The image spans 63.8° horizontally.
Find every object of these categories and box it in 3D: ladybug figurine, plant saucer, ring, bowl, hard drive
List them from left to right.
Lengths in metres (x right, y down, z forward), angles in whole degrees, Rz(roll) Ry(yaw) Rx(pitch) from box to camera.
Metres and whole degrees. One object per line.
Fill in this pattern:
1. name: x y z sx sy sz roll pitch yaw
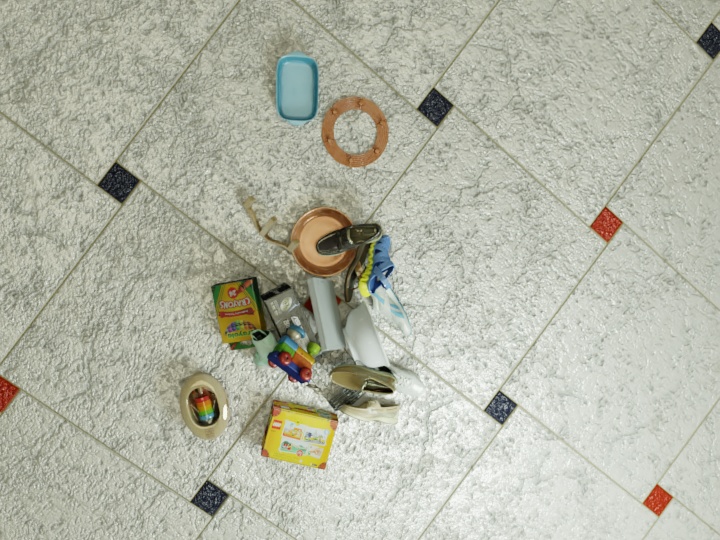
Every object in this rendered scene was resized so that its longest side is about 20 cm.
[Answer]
1. ladybug figurine: -0.443 0.386 1.656 0.134 0.072 0.203 -10 96 -8
2. plant saucer: -0.106 -0.084 1.685 0.198 0.037 0.203 -1 96 -8
3. hard drive: -0.094 0.124 1.634 0.026 0.132 0.202 -16 80 20
4. ring: -0.014 -0.402 1.680 0.198 0.019 0.203 -1 94 -8
5. bowl: 0.006 0.194 1.645 0.089 0.201 0.203 -21 98 -3

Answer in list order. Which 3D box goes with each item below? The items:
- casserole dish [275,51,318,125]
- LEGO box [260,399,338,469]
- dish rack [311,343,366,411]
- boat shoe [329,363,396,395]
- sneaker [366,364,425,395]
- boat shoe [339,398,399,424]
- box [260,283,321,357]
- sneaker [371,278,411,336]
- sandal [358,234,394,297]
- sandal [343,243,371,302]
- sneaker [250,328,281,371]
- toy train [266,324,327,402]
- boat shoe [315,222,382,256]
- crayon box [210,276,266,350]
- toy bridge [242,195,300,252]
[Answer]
1. casserole dish: -0.179 -0.511 1.635 0.120 0.039 0.203 0 96 -9
2. LEGO box: -0.180 0.482 1.702 0.198 0.077 0.151 16 92 -9
3. dish rack: -0.071 0.308 1.718 0.153 0.055 0.201 -36 101 -3
4. boat shoe: 0.006 0.316 1.649 0.197 0.076 0.073 5 109 4
5. sneaker: 0.108 0.325 1.728 0.199 0.087 0.075 28 89 -11
6. boat shoe: 0.030 0.412 1.722 0.198 0.072 0.066 16 85 -27
7. box: -0.197 0.148 1.624 0.085 0.164 0.202 -25 97 -12
8. sneaker: 0.083 0.114 1.717 0.080 0.077 0.201 -34 92 2
9. sandal: 0.062 -0.013 1.662 0.086 0.080 0.202 1 61 27
10. sandal: 0.000 0.000 1.685 0.054 0.082 0.202 20 84 14
11. sneaker: -0.267 0.210 1.608 0.074 0.200 0.119 -37 103 -28
12. toy train: -0.138 0.242 1.521 0.200 0.084 0.116 41 58 -19
13. boat shoe: -0.034 -0.095 1.633 0.198 0.065 0.074 -20 83 0
14. crayon box: -0.340 0.129 1.644 0.125 0.051 0.202 -10 97 10
15. toy bridge: -0.263 -0.125 1.646 0.200 0.027 0.067 43 121 3
